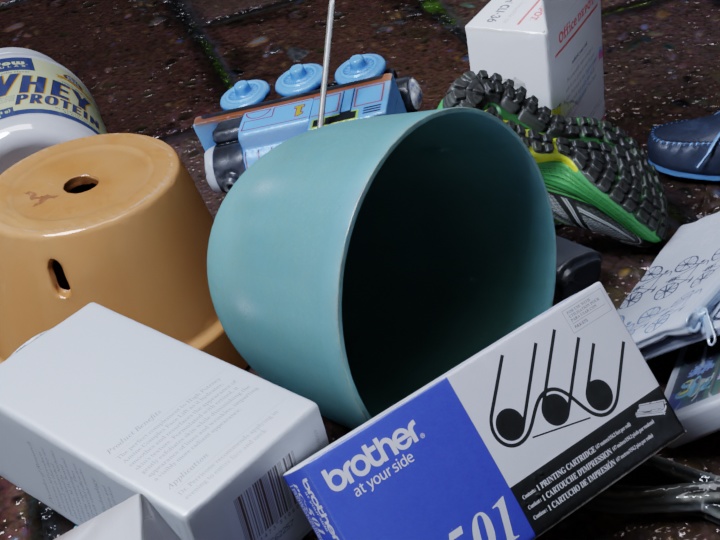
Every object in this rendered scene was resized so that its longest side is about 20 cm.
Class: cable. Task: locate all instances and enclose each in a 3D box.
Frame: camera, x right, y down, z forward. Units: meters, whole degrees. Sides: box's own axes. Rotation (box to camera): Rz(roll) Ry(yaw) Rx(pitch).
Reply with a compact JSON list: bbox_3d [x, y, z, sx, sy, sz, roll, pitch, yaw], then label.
[{"bbox_3d":[0.202,0.117,0.659,0.199,0.051,0.097,23,48,40],"label":"cable"}]

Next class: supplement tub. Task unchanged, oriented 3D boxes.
[{"bbox_3d":[-0.274,-0.090,1.014,0.143,0.147,0.200,-18,34,-12],"label":"supplement tub"}]

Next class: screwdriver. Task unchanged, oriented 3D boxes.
[{"bbox_3d":[-0.028,-0.111,0.954,0.028,0.203,0.029,5,5,-45],"label":"screwdriver"}]

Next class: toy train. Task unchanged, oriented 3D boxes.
[{"bbox_3d":[-0.046,-0.115,1.034,0.197,0.087,0.115,-10,36,16],"label":"toy train"}]

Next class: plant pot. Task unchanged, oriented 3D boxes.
[{"bbox_3d":[0.000,0.000,0.771,0.160,0.203,0.200,8,35,43],"label":"plant pot"},{"bbox_3d":[-0.175,-0.002,0.860,0.197,0.142,0.201,-6,33,4],"label":"plant pot"}]

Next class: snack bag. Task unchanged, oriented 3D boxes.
[{"bbox_3d":[0.243,-0.011,0.773,0.188,0.022,0.199,-42,9,-39],"label":"snack bag"}]

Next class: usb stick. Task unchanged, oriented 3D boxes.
[{"bbox_3d":[0.092,-0.027,0.923,0.055,0.033,0.199,-27,36,-31],"label":"usb stick"}]

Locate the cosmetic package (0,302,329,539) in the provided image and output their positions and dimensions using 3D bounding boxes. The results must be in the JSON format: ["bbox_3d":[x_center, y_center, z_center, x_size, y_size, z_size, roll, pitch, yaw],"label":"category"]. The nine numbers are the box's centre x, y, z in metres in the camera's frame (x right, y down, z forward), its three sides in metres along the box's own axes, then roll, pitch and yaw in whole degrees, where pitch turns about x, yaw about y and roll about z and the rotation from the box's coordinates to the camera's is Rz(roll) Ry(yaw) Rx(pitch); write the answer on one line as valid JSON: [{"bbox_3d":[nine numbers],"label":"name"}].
[{"bbox_3d":[-0.119,0.096,0.692,0.199,0.075,0.101,19,42,40],"label":"cosmetic package"}]

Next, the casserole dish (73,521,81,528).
[{"bbox_3d":[-0.094,0.144,0.711,0.119,0.039,0.201,3,36,19],"label":"casserole dish"}]

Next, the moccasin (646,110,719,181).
[{"bbox_3d":[0.322,-0.118,0.966,0.197,0.069,0.081,-6,33,6],"label":"moccasin"}]

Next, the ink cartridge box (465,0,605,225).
[{"bbox_3d":[0.136,-0.152,0.946,0.067,0.202,0.117,10,37,27],"label":"ink cartridge box"}]

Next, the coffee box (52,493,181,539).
[{"bbox_3d":[-0.159,0.204,0.547,0.198,0.080,0.115,-28,32,7],"label":"coffee box"}]

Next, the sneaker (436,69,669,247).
[{"bbox_3d":[0.135,-0.068,0.888,0.198,0.085,0.079,25,47,-13],"label":"sneaker"}]

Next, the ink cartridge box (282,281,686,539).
[{"bbox_3d":[0.067,0.095,0.646,0.199,0.095,0.044,-29,-4,-23],"label":"ink cartridge box"}]

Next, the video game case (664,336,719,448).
[{"bbox_3d":[0.272,0.010,0.735,0.181,0.023,0.200,-31,14,41],"label":"video game case"}]
